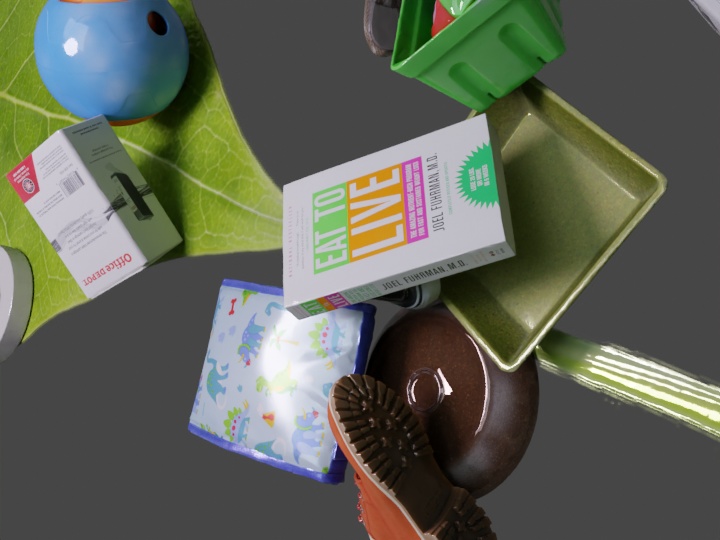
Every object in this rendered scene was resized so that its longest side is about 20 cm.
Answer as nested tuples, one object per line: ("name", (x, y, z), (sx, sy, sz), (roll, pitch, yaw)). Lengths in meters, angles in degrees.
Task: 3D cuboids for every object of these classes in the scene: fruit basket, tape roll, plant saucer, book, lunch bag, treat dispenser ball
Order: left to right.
("tape roll", (-0.628, 0.058, 1.420), (0.203, 0.037, 0.203), (-13, 71, 41))
("treat dispenser ball", (-0.334, -0.296, 1.114), (0.201, 0.201, 0.201), (-12, 72, 41))
("lunch bag", (-0.065, 0.104, 0.820), (0.200, 0.127, 0.170), (5, 84, 53))
("book", (0.028, -0.042, 0.710), (0.200, 0.048, 0.134), (-18, 52, 22))
("plant saucer", (0.068, 0.111, 0.757), (0.200, 0.037, 0.201), (-12, 72, 40))
("fruit basket", (0.080, -0.267, 0.688), (0.155, 0.216, 0.216), (-33, 59, 34))
("plant saucer", (0.141, -0.046, 0.716), (0.200, 0.048, 0.200), (-54, 49, 19))

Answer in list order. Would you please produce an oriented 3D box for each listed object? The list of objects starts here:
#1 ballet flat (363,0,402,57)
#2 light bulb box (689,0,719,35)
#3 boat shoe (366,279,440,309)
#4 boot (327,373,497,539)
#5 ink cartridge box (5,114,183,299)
("ballet flat", (0.037, -0.325, 0.879), (0.046, 0.067, 0.200), (178, 100, -76))
("light bulb box", (0.338, -0.188, 0.512), (0.198, 0.125, 0.200), (-44, 54, 26))
("boat shoe", (0.000, 0.000, 0.777), (0.200, 0.071, 0.072), (19, 124, 60))
("boot", (0.020, 0.185, 0.713), (0.107, 0.075, 0.200), (-31, 93, 47))
("ink cartridge box", (-0.352, -0.081, 1.097), (0.144, 0.084, 0.200), (-25, 100, 37))
